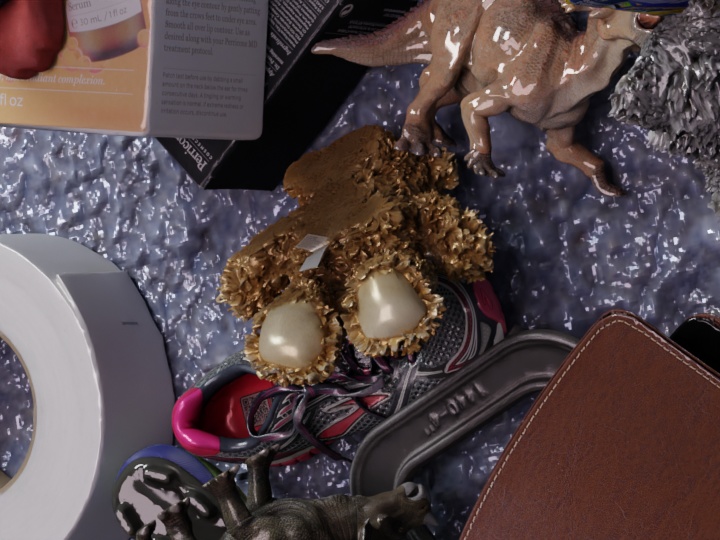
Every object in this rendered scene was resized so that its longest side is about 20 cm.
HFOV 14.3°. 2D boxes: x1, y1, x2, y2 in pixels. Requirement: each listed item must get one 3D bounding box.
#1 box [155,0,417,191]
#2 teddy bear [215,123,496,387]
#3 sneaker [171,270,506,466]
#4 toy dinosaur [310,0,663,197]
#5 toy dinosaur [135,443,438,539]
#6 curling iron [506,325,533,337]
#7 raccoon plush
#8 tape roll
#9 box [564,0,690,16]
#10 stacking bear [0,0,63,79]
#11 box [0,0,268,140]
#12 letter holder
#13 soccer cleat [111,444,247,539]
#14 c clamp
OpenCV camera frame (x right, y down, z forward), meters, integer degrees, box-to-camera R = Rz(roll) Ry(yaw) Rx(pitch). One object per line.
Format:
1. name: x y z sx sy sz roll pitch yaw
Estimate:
1. box: -0.088 -0.161 1.552 0.200 0.079 0.141 48 111 22
2. teddy bear: 0.000 0.000 1.444 0.145 0.200 0.067 -31 114 1
3. sneaker: -0.009 0.057 1.510 0.199 0.075 0.081 -29 75 29
4. toy dinosaur: 0.079 -0.118 1.441 0.199 0.086 0.136 19 101 32
5. toy dinosaur: -0.059 0.157 1.464 0.200 0.077 0.103 -34 86 12
6. curling iron: 0.160 0.060 1.426 0.199 0.026 0.050 19 124 32
7. raccoon plush: 0.206 -0.053 1.266 0.200 0.134 0.097 30 92 39
8. tape roll: -0.204 0.078 1.638 0.202 0.071 0.204 1 91 33
9. box: 0.163 -0.156 1.317 0.064 0.200 0.070 -13 84 34
10. stacking bear: -0.230 -0.165 1.354 0.113 0.200 0.122 31 107 27
11. box: -0.135 -0.171 1.476 0.152 0.106 0.201 4 93 32
12. letter holder: 0.141 0.110 1.360 0.142 0.101 0.201 34 120 11
13. soccer cleat: -0.047 0.164 1.546 0.200 0.084 0.065 40 102 3
14. c clamp: 0.081 0.130 1.472 0.200 0.027 0.171 -42 83 29
